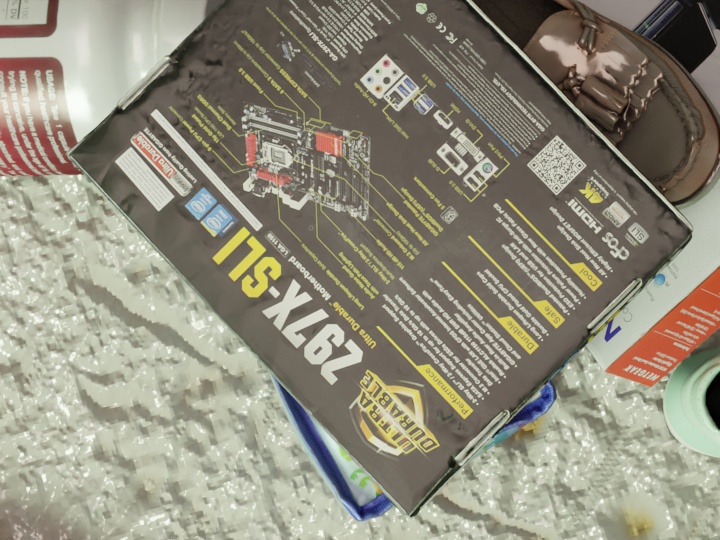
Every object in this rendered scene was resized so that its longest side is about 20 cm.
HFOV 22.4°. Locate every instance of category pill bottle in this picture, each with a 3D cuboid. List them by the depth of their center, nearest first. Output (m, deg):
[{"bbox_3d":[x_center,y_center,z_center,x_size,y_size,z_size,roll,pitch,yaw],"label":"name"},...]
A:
[{"bbox_3d":[-0.159,-0.101,0.874,0.198,0.113,0.114,0,88,12],"label":"pill bottle"}]

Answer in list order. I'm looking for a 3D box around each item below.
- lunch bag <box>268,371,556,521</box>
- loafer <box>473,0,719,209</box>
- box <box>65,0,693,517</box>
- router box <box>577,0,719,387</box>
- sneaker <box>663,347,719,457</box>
[{"bbox_3d":[0.000,0.000,0.833,0.127,0.170,0.201,-32,83,-1],"label":"lunch bag"},{"bbox_3d":[0.074,-0.096,0.794,0.072,0.063,0.200,-53,54,13],"label":"loafer"},{"bbox_3d":[0.008,-0.029,0.726,0.160,0.049,0.200,-45,84,1],"label":"box"},{"bbox_3d":[0.133,-0.081,0.819,0.179,0.049,0.201,-45,57,18],"label":"router box"},{"bbox_3d":[0.243,0.066,0.831,0.199,0.118,0.074,-1,87,5],"label":"sneaker"}]
